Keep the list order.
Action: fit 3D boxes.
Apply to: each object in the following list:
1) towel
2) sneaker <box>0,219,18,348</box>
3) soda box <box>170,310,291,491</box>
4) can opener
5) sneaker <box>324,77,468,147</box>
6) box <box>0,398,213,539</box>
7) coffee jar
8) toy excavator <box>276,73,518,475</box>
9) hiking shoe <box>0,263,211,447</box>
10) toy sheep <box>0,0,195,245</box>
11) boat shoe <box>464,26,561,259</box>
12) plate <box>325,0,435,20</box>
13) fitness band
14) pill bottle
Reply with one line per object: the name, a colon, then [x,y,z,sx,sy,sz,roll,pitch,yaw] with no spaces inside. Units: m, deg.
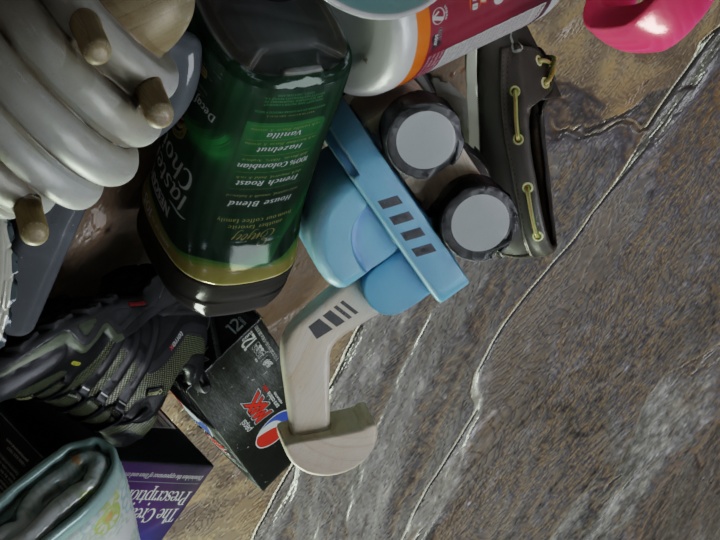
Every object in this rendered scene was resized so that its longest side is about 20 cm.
towel: [-0.216,0.203,1.721,0.200,0.048,0.171,-37,155,-19]
sneaker: [-0.247,0.040,1.575,0.086,0.078,0.201,11,106,-25]
soda box: [-0.085,0.073,1.894,0.071,0.063,0.200,-44,154,-8]
can opener: [-0.148,-0.050,1.598,0.053,0.067,0.201,-99,-149,-62]
sneaker: [0.036,-0.078,1.852,0.077,0.080,0.200,-57,155,15]
box: [-0.203,0.150,1.805,0.141,0.079,0.200,-52,155,15]
coffee jar: [-0.071,-0.072,1.660,0.085,0.104,0.201,-9,138,-26]
toy excavator: [0.000,0.000,1.721,0.200,0.100,0.195,-33,114,3]
hiking shoe: [-0.158,0.062,1.705,0.200,0.076,0.101,-22,105,-43]
toy sheep: [-0.164,-0.088,1.464,0.200,0.138,0.138,-38,156,8]
boat shoe: [0.098,-0.108,1.825,0.072,0.060,0.202,-32,123,-76]
plate: [-0.006,-0.230,1.511,0.200,0.025,0.201,11,75,-47]
fitness band: [0.189,-0.196,1.692,0.144,0.037,0.200,-63,-169,-1]
pill bottle: [0.055,-0.185,1.694,0.200,0.110,0.110,-28,148,-36]
